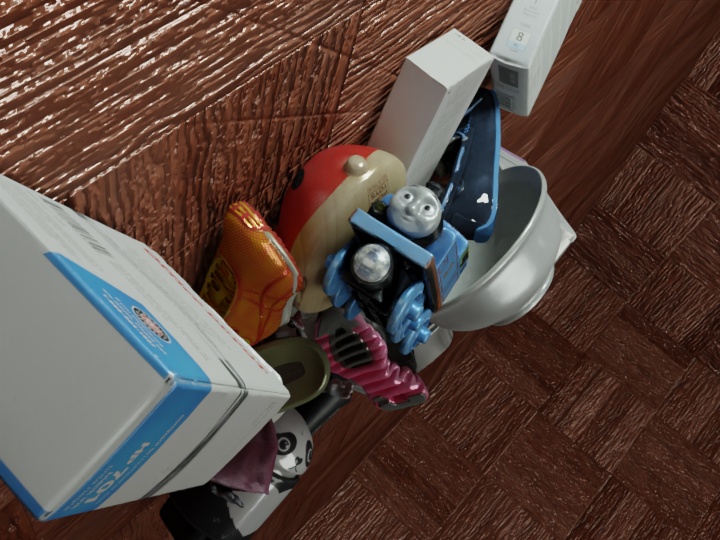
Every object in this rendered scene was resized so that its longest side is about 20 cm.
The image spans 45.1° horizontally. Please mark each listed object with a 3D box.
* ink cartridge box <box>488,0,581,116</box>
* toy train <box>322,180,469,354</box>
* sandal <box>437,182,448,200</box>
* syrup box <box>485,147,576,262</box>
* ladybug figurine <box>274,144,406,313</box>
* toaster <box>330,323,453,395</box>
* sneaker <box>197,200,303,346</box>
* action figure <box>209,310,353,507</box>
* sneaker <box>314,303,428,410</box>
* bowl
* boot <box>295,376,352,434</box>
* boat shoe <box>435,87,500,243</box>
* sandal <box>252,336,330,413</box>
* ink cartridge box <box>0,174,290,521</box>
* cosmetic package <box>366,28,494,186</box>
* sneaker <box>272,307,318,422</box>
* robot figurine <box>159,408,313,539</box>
[{"bbox_3d":[0.194,-0.277,0.901,0.201,0.047,0.160,-67,167,-2],"label":"ink cartridge box"},{"bbox_3d":[0.033,-0.004,0.703,0.114,0.087,0.200,-58,166,-8],"label":"toy train"},{"bbox_3d":[0.098,-0.068,1.076,0.200,0.080,0.054,73,33,-70],"label":"sandal"},{"bbox_3d":[0.181,-0.078,1.065,0.079,0.081,0.200,-55,-155,23],"label":"syrup box"},{"bbox_3d":[-0.024,-0.040,0.746,0.136,0.072,0.200,-42,165,-31],"label":"ladybug figurine"},{"bbox_3d":[0.027,0.085,1.104,0.200,0.114,0.129,-37,154,3],"label":"toaster"},{"bbox_3d":[-0.093,0.016,0.691,0.077,0.073,0.200,-33,159,-21],"label":"sneaker"},{"bbox_3d":[-0.105,0.126,0.856,0.149,0.134,0.200,-19,-138,62],"label":"action figure"},{"bbox_3d":[0.010,0.075,0.946,0.079,0.096,0.200,-14,142,21],"label":"sneaker"},{"bbox_3d":[0.137,-0.006,0.905,0.201,0.090,0.201,-41,-160,18],"label":"bowl"},{"bbox_3d":[-0.091,0.203,1.188,0.168,0.076,0.200,-46,174,0],"label":"boot"},{"bbox_3d":[0.104,-0.119,0.874,0.084,0.068,0.200,93,4,-46],"label":"boat shoe"},{"bbox_3d":[-0.121,0.113,0.747,0.200,0.080,0.057,-26,-168,-5],"label":"sandal"},{"bbox_3d":[-0.133,0.040,0.449,0.086,0.146,0.200,-47,167,-2],"label":"ink cartridge box"},{"bbox_3d":[0.044,-0.118,0.798,0.083,0.051,0.200,-43,166,-42],"label":"cosmetic package"},{"bbox_3d":[-0.085,0.123,0.975,0.200,0.080,0.147,-53,162,-13],"label":"sneaker"},{"bbox_3d":[-0.143,0.239,1.017,0.200,0.125,0.150,-50,-177,4],"label":"robot figurine"}]
